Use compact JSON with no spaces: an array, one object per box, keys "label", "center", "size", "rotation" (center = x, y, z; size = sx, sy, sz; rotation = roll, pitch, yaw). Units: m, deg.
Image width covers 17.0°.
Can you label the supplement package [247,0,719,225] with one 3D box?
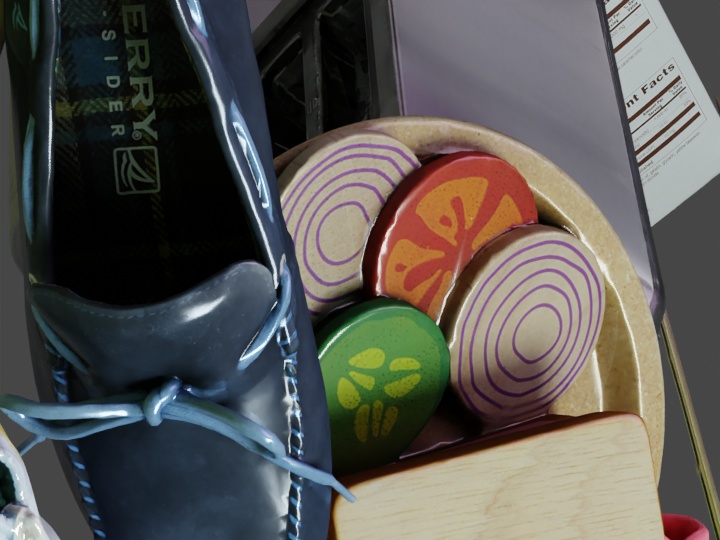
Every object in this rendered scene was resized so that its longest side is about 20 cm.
[{"label":"supplement package","center":[0.030,-0.115,1.058],"size":[0.200,0.147,0.191],"rotation":[53,-1,-44]}]

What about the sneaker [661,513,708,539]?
[{"label":"sneaker","center":[0.099,0.132,0.866],"size":[0.078,0.090,0.201],"rotation":[16,-44,54]}]

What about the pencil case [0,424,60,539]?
[{"label":"pencil case","center":[-0.077,0.123,0.573],"size":[0.083,0.090,0.201],"rotation":[-83,149,-61]}]

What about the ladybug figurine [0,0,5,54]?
[{"label":"ladybug figurine","center":[-0.146,-0.094,0.556],"size":[0.072,0.135,0.202],"rotation":[-162,-103,-66]}]

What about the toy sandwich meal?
[{"label":"toy sandwich meal","center":[0.021,0.060,0.651],"size":[0.070,0.205,0.206],"rotation":[12,-44,57]}]

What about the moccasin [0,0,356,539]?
[{"label":"moccasin","center":[-0.053,0.002,0.550],"size":[0.068,0.080,0.202],"rotation":[-84,161,-75]}]

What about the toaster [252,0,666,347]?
[{"label":"toaster","center":[0.000,0.000,0.801],"size":[0.118,0.181,0.201],"rotation":[28,35,-27]}]

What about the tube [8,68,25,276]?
[{"label":"tube","center":[-0.100,-0.072,0.847],"size":[0.052,0.058,0.201],"rotation":[13,35,-19]}]
